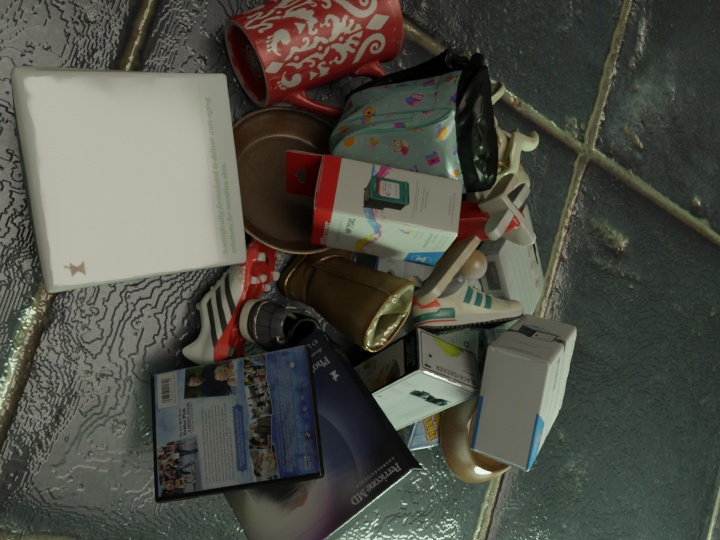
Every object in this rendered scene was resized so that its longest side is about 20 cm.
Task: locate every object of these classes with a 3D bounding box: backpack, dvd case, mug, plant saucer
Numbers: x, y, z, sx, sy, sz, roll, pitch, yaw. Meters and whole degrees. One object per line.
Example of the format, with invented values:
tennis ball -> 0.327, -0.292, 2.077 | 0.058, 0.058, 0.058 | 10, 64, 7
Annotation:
backpack -> 0.060, -0.159, 0.716 | 0.128, 0.197, 0.168 | -71, 153, -43
dvd case -> -0.143, 0.173, 0.671 | 0.197, 0.018, 0.145 | -12, 73, 9
mug -> -0.050, -0.282, 0.752 | 0.198, 0.134, 0.179 | -30, 74, -21
plant saucer -> -0.090, -0.113, 0.769 | 0.197, 0.037, 0.204 | 8, 69, -22
plant saucer -> 0.214, 0.247, 0.953 | 0.198, 0.036, 0.204 | -3, 96, -32

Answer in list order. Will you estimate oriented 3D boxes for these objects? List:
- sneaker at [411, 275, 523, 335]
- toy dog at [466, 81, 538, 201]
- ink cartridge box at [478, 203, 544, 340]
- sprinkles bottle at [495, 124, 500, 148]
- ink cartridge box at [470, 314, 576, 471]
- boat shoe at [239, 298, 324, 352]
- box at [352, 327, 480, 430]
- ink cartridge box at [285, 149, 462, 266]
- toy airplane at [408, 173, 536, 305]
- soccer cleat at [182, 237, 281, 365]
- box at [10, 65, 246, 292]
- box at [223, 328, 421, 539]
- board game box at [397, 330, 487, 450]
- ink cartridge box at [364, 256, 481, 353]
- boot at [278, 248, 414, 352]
sneaker -> 0.156, 0.039, 0.869 | 0.197, 0.070, 0.095 | -4, 74, -29
toy dog -> 0.188, -0.162, 0.916 | 0.194, 0.139, 0.200 | -47, 116, -10
ink cartridge box -> 0.258, -0.001, 1.007 | 0.200, 0.047, 0.162 | -48, 125, -51
sprinkles bottle -> 0.090, -0.168, 0.824 | 0.068, 0.197, 0.069 | -16, 90, -70
ink cartridge box -> 0.231, 0.158, 0.823 | 0.199, 0.085, 0.149 | -18, 118, -61
boat shoe -> -0.079, 0.090, 0.772 | 0.200, 0.062, 0.074 | 41, 57, -58
box -> 0.057, 0.161, 0.826 | 0.115, 0.199, 0.061 | 24, 49, -29
ink cartridge box -> 0.006, -0.069, 0.683 | 0.196, 0.116, 0.068 | 10, 72, -3
toy airplane -> 0.148, -0.046, 0.803 | 0.197, 0.200, 0.142 | -24, 122, 6
soccer cleat -> -0.163, 0.030, 0.759 | 0.069, 0.084, 0.203 | 61, 39, -59
box -> -0.247, -0.096, 0.632 | 0.197, 0.171, 0.203 | -9, 98, -28
box -> -0.062, 0.216, 0.717 | 0.199, 0.123, 0.199 | -37, 70, -2
board game box -> 0.129, 0.196, 0.952 | 0.197, 0.061, 0.204 | -15, 102, -30
ink cartridge box -> 0.094, 0.051, 0.896 | 0.197, 0.043, 0.200 | 18, 67, -23
boot -> 0.000, 0.000, 0.774 | 0.066, 0.199, 0.176 | 44, 75, -40
